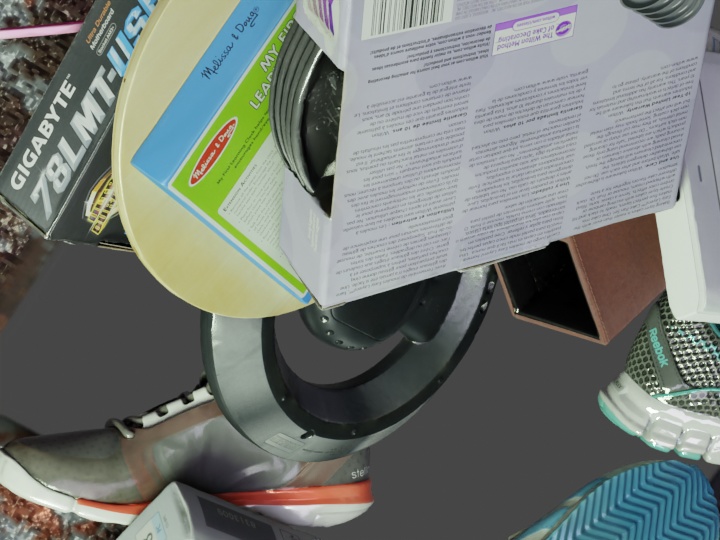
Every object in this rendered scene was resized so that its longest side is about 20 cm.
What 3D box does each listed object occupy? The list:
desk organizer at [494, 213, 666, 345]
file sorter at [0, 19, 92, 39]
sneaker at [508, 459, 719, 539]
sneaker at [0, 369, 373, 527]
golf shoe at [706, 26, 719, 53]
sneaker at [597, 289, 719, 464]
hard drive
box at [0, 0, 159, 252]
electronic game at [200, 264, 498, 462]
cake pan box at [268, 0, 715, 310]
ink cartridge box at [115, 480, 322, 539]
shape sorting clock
[{"bbox_3d":[0.094,-0.068,1.341,0.077,0.072,0.200,-41,127,-28],"label":"desk organizer"},{"bbox_3d":[-0.184,-0.209,1.245,0.139,0.125,0.200,-5,111,-8],"label":"file sorter"},{"bbox_3d":[0.101,0.161,1.463,0.200,0.081,0.077,-31,101,-20],"label":"sneaker"},{"bbox_3d":[-0.088,0.083,1.408,0.200,0.077,0.082,2,100,-21],"label":"sneaker"},{"bbox_3d":[0.165,-0.097,1.390,0.097,0.078,0.200,-41,112,-22],"label":"golf shoe"},{"bbox_3d":[0.229,0.062,1.448,0.200,0.078,0.091,14,103,-16],"label":"sneaker"},{"bbox_3d":[0.222,-0.035,1.353,0.200,0.027,0.132,5,70,-39],"label":"hard drive"},{"bbox_3d":[-0.052,-0.098,1.291,0.198,0.050,0.200,8,116,-54],"label":"box"},{"bbox_3d":[0.000,0.000,1.357,0.200,0.042,0.200,-23,125,-38],"label":"electronic game"},{"bbox_3d":[0.059,-0.085,1.202,0.200,0.052,0.184,-17,133,-22],"label":"cake pan box"},{"bbox_3d":[-0.091,0.208,1.417,0.160,0.047,0.200,25,117,-37],"label":"ink cartridge box"},{"bbox_3d":[-0.030,-0.074,1.239,0.200,0.039,0.200,-25,130,-35],"label":"shape sorting clock"}]
